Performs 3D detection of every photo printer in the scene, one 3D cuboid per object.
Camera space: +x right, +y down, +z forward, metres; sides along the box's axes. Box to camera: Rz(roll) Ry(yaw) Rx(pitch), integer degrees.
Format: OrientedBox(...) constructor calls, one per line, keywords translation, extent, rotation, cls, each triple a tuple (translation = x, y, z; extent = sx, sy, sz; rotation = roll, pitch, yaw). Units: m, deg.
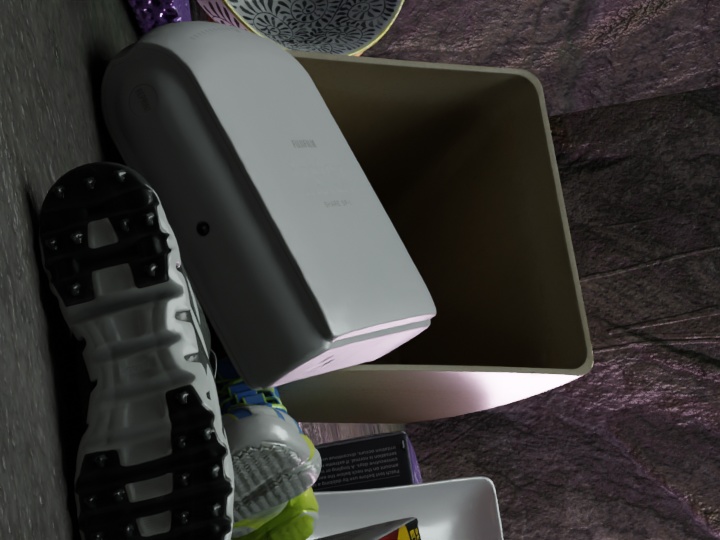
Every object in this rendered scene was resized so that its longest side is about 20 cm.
OrientedBox(translation=(-0.052, -0.041, 1.294), extent=(0.201, 0.069, 0.166), rotation=(61, 21, 9), cls="photo printer")

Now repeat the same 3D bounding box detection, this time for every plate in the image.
OrientedBox(translation=(0.020, 0.245, 1.644), extent=(0.032, 0.199, 0.201), rotation=(-24, -108, 52), cls="plate")

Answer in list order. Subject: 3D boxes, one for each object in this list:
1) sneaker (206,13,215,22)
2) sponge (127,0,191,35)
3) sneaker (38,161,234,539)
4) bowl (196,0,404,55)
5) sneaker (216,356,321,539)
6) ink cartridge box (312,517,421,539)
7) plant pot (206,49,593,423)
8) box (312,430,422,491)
OrientedBox(translation=(-0.077, -0.175, 1.858), extent=(0.090, 0.078, 0.201), rotation=(-100, 180, -88), cls="sneaker")
OrientedBox(translation=(-0.131, -0.232, 1.475), extent=(0.112, 0.030, 0.201), rotation=(72, 9, -68), cls="sponge")
OrientedBox(translation=(-0.086, 0.059, 1.025), extent=(0.091, 0.066, 0.201), rotation=(57, 21, -76), cls="sneaker")
OrientedBox(translation=(-0.068, -0.239, 1.750), extent=(0.094, 0.200, 0.202), rotation=(-13, -94, 50), cls="bowl")
OrientedBox(translation=(-0.070, 0.087, 1.316), extent=(0.200, 0.075, 0.105), rotation=(92, -22, -69), cls="sneaker")
OrientedBox(translation=(0.010, 0.258, 1.460), extent=(0.175, 0.083, 0.201), rotation=(-15, 90, -70), cls="ink cartridge box")
OrientedBox(translation=(0.000, 0.000, 1.491), extent=(0.177, 0.199, 0.201), rotation=(136, -50, -56), cls="plant pot")
OrientedBox(translation=(0.004, 0.233, 1.773), extent=(0.148, 0.104, 0.201), rotation=(70, 10, -75), cls="box")
